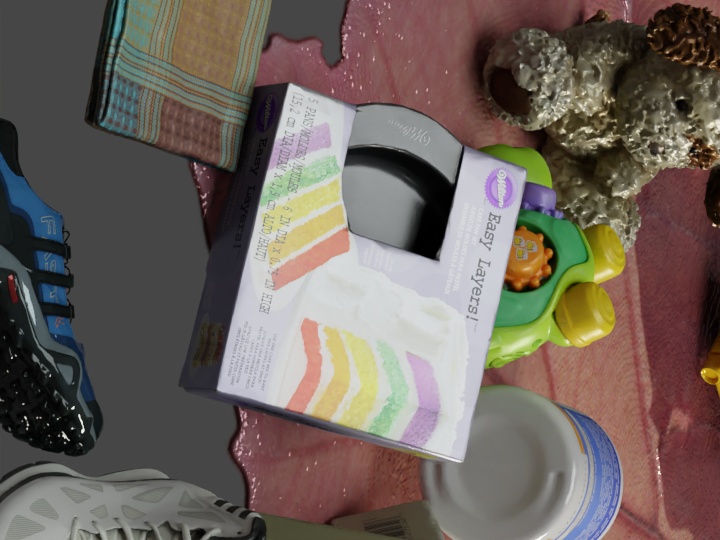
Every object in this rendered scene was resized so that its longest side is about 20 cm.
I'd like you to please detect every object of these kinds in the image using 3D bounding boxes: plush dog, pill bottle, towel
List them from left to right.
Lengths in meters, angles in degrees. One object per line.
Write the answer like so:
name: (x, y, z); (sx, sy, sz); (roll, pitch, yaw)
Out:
towel: (-0.093, -0.167, 1.533); (0.146, 0.022, 0.202); (16, 82, -56)
pill bottle: (0.117, 0.142, 1.818); (0.200, 0.111, 0.113); (27, 73, -70)
plush dog: (0.203, -0.117, 1.859); (0.161, 0.171, 0.201); (-57, 138, -34)

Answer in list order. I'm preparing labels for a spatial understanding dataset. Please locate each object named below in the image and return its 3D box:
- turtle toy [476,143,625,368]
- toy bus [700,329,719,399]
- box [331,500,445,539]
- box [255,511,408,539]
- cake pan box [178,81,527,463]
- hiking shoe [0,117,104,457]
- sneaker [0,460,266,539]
turtle toy: (0.091, -0.008, 1.752); (0.101, 0.145, 0.200); (56, 26, -22)
toy bus: (0.378, 0.069, 2.154); (0.136, 0.199, 0.193); (-57, 132, -35)
box: (0.032, 0.258, 1.734); (0.082, 0.068, 0.201); (-115, -165, -68)
box: (-0.015, 0.250, 1.569); (0.097, 0.199, 0.177); (48, 56, -49)
cake pan box: (0.000, 0.000, 1.613); (0.183, 0.052, 0.201); (20, 79, -31)
hiking shoe: (-0.172, 0.011, 1.395); (0.087, 0.074, 0.201); (-54, 137, -36)
sneaker: (-0.122, 0.148, 1.460); (0.200, 0.115, 0.076); (-6, 101, -56)
